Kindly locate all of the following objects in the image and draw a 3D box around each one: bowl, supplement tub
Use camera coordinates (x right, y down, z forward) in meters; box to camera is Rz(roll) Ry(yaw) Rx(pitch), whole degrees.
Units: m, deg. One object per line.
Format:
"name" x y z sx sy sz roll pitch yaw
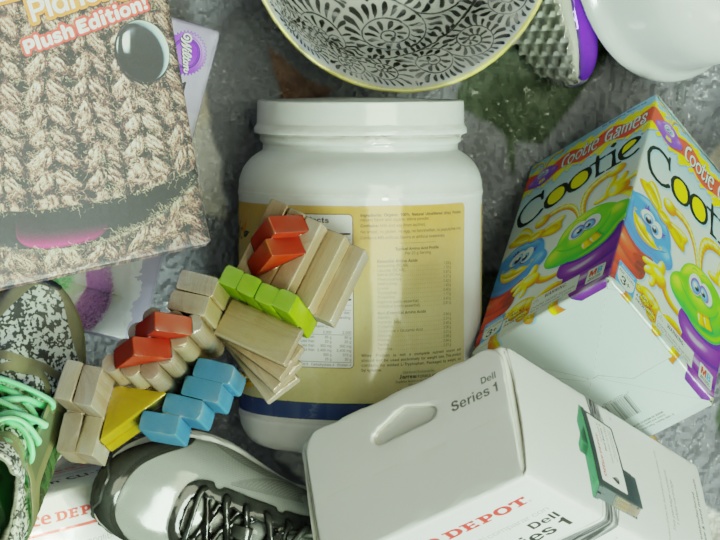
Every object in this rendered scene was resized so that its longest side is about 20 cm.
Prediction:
"bowl" 0.007 -0.205 1.634 0.200 0.094 0.202 -2 95 -24
"bowl" 0.223 -0.213 1.692 0.200 0.090 0.202 -7 99 -46
"supplement tub" 0.000 0.000 1.620 0.144 0.144 0.201 -2 94 -23

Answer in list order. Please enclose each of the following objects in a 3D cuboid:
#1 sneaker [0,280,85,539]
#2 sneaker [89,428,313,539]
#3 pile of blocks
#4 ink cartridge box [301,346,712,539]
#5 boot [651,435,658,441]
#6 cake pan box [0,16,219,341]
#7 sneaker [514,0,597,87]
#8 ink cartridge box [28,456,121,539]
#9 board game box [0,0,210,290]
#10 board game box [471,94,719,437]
"sneaker" -0.190 0.096 1.513 0.077 0.089 0.201 18 73 -14
"sneaker" -0.058 0.144 1.572 0.199 0.079 0.074 19 95 -25
"pile of blocks" -0.085 0.039 1.510 0.200 0.062 0.082 -41 66 -2
"ink cartridge box" 0.084 0.136 1.553 0.200 0.146 0.085 30 41 -45
"boot" 0.097 0.147 1.721 0.199 0.066 0.176 -31 114 -19
"cake pan box" -0.189 -0.074 1.585 0.183 0.052 0.201 17 87 -25
"sneaker" 0.131 -0.216 1.701 0.099 0.069 0.201 -19 103 -26
"ink cartridge box" -0.179 0.179 1.598 0.116 0.067 0.201 -13 99 -21
"board game box" -0.184 -0.098 1.506 0.159 0.097 0.201 -14 99 -22
"board game box" 0.152 0.005 1.650 0.103 0.105 0.200 48 32 -18
